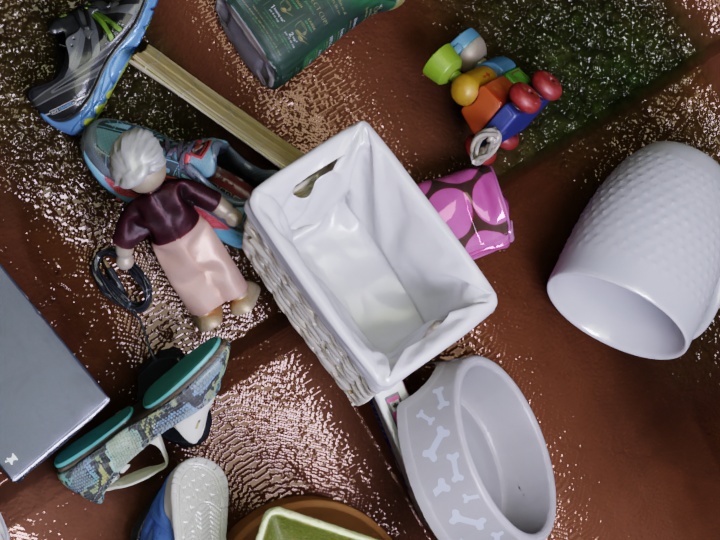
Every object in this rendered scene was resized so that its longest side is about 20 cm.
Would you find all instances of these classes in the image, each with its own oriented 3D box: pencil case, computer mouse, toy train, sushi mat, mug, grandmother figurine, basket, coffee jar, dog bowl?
[{"bbox_3d":[0.053,-0.029,1.378,0.198,0.091,0.094,-23,53,-13],"label":"pencil case"},{"bbox_3d":[-0.192,0.070,1.340,0.058,0.034,0.202,-26,84,12],"label":"computer mouse"},{"bbox_3d":[0.104,-0.166,1.364,0.116,0.200,0.085,45,119,7],"label":"toy train"},{"bbox_3d":[-0.126,-0.145,1.351,0.199,0.096,0.012,35,102,-6],"label":"sushi mat"},{"bbox_3d":[0.296,-0.013,1.413,0.200,0.147,0.177,44,66,-35],"label":"mug"},{"bbox_3d":[-0.167,-0.038,1.295,0.120,0.061,0.201,-29,123,-6],"label":"grandmother figurine"},{"bbox_3d":[0.000,0.000,1.253,0.135,0.123,0.201,-34,83,-19],"label":"basket"},{"bbox_3d":[-0.034,-0.269,1.387,0.199,0.085,0.105,-35,88,-14],"label":"coffee jar"},{"bbox_3d":[0.111,0.169,1.312,0.058,0.200,0.202,-25,89,27],"label":"dog bowl"}]

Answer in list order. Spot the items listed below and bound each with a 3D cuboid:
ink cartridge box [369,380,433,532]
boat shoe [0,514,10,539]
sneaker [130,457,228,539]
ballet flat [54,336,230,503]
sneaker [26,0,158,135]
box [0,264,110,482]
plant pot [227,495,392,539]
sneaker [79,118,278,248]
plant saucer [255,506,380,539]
[{"bbox_3d":[0.035,0.141,1.345,0.037,0.095,0.202,-25,89,-5],"label":"ink cartridge box"},{"bbox_3d":[-0.359,0.168,1.222,0.070,0.070,0.202,-29,90,-18],"label":"boat shoe"},{"bbox_3d":[-0.161,0.274,1.274,0.076,0.111,0.203,8,68,-19],"label":"sneaker"},{"bbox_3d":[-0.180,0.138,1.294,0.199,0.074,0.075,-36,91,11],"label":"ballet flat"},{"bbox_3d":[-0.244,-0.226,1.342,0.082,0.071,0.201,29,80,-14],"label":"sneaker"},{"bbox_3d":[-0.316,0.072,1.230,0.104,0.182,0.201,-40,93,-14],"label":"box"},{"bbox_3d":[-0.036,0.303,1.287,0.197,0.140,0.203,2,82,-13],"label":"plant pot"},{"bbox_3d":[-0.156,-0.100,1.327,0.198,0.096,0.080,22,54,-13],"label":"sneaker"},{"bbox_3d":[-0.018,0.318,1.192,0.198,0.048,0.202,19,79,-10],"label":"plant saucer"}]
